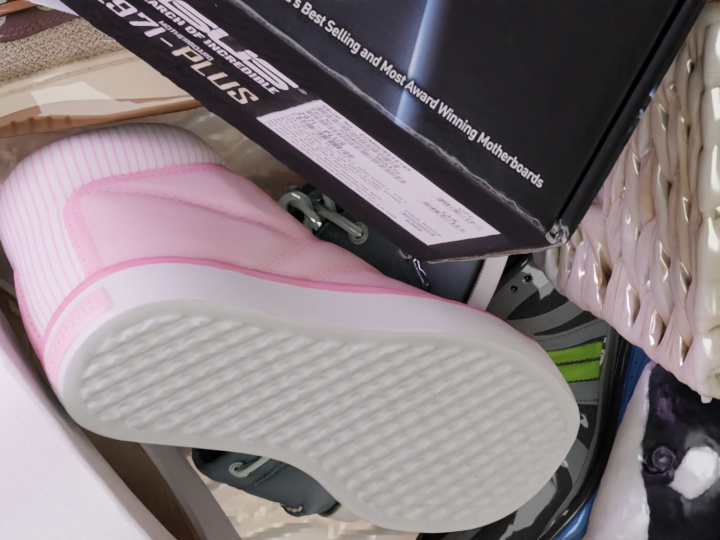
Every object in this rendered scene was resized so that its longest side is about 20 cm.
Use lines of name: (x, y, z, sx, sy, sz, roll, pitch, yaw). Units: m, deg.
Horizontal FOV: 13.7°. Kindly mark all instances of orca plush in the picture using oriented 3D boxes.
orca plush: (0.110, 0.127, 0.998, 0.105, 0.071, 0.200, -7, 119, -54)

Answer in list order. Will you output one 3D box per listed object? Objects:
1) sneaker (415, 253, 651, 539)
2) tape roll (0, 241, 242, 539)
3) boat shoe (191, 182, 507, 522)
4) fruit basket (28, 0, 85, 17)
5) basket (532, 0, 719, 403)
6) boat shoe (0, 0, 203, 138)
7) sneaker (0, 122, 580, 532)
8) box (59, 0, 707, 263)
sneaker: (0.059, 0.020, 1.001, 0.083, 0.071, 0.200, 21, 99, -16)
tape roll: (-0.130, 0.085, 0.899, 0.139, 0.203, 0.203, -38, 115, 2)
boat shoe: (0.000, 0.000, 0.954, 0.062, 0.073, 0.200, 10, 127, -18)
fruit basket: (-0.086, -0.155, 0.834, 0.185, 0.094, 0.200, 12, 65, -19)
basket: (0.163, -0.050, 0.905, 0.199, 0.123, 0.136, -8, 114, -16)
boat shoe: (-0.114, -0.072, 0.852, 0.199, 0.072, 0.072, -9, 93, -10)
sneaker: (-0.024, 0.011, 0.894, 0.200, 0.105, 0.075, 18, 117, -41)
box: (-0.002, -0.123, 0.764, 0.200, 0.086, 0.164, 36, 73, -18)
